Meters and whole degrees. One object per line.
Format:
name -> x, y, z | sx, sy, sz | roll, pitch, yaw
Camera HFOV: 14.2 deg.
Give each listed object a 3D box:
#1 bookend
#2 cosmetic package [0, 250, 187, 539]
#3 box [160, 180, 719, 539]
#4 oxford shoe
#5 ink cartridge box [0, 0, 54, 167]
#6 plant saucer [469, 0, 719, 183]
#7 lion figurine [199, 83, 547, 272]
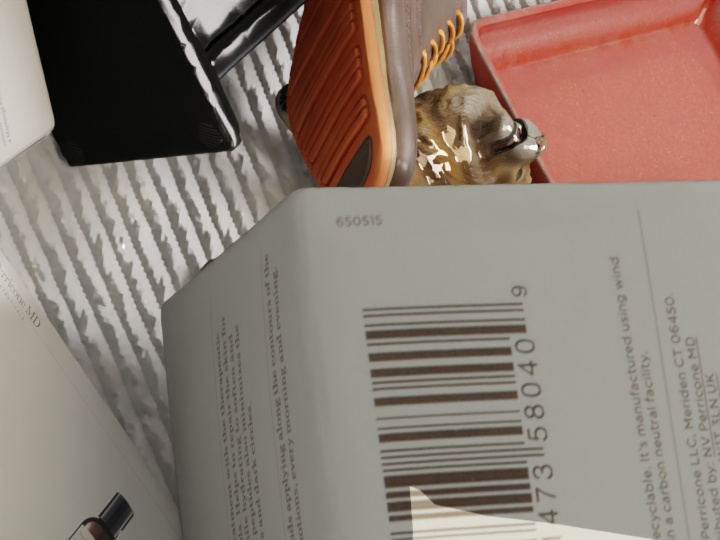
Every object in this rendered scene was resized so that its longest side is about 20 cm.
bookend -> -0.068, -0.177, 1.123 | 0.199, 0.092, 0.200 | -45, 120, -40
cosmetic package -> -0.120, 0.090, 1.076 | 0.200, 0.051, 0.083 | 58, 48, -27
box -> 0.048, 0.083, 1.057 | 0.200, 0.171, 0.199 | -1, 75, -22
oxford shoe -> 0.013, -0.100, 1.161 | 0.073, 0.071, 0.200 | 15, 46, -21
ink cartridge box -> -0.188, -0.104, 0.980 | 0.176, 0.045, 0.200 | -42, 130, -48
plant saucer -> 0.151, -0.038, 1.344 | 0.200, 0.037, 0.200 | -17, 76, -44
lion figurine -> 0.000, 0.000, 1.213 | 0.122, 0.072, 0.200 | 40, 73, -47
